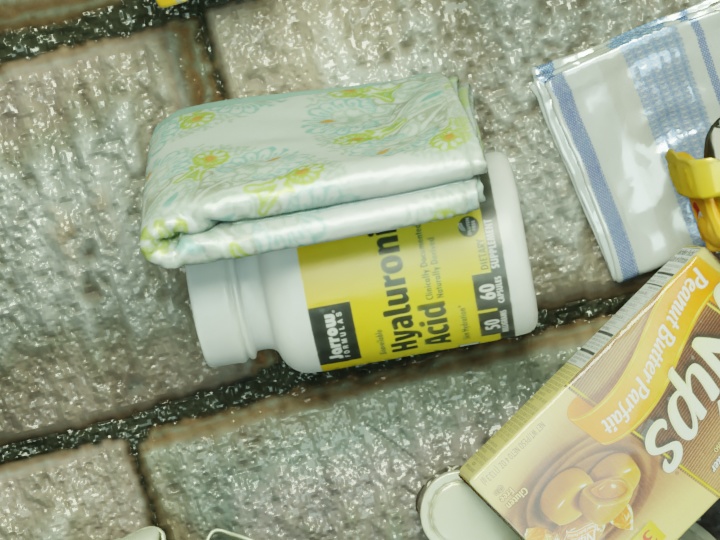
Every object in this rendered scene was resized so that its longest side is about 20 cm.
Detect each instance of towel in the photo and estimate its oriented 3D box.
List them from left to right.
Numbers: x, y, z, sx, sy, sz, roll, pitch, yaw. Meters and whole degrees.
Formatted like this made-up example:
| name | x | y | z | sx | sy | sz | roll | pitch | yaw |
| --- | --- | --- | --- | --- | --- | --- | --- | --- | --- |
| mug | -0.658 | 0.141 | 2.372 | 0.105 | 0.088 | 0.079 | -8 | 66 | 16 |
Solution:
| name | x | y | z | sx | sy | sz | roll | pitch | yaw |
| --- | --- | --- | --- | --- | --- | --- | --- | --- | --- |
| towel | -0.027 | -0.063 | 1.285 | 0.199 | 0.171 | 0.048 | -11 | 110 | 2 |
| towel | 0.217 | -0.091 | 1.357 | 0.199 | 0.024 | 0.148 | -22 | 104 | 4 |

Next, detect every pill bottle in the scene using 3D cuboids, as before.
| name | x | y | z | sx | sy | sz | roll | pitch | yaw |
| --- | --- | --- | --- | --- | --- | --- | --- | --- | --- |
| pill bottle | 0.000 | 0.000 | 1.331 | 0.199 | 0.111 | 0.112 | -11 | 104 | 3 |

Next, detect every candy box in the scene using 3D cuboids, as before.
| name | x | y | z | sx | sy | sz | roll | pitch | yaw |
| --- | --- | --- | --- | --- | --- | --- | --- | --- | --- |
| candy box | 0.170 | 0.095 | 1.344 | 0.200 | 0.055 | 0.115 | -44 | 96 | -3 |

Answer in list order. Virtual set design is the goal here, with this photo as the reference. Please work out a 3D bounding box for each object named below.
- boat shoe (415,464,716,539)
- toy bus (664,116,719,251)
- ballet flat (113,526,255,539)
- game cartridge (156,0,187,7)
| name | x | y | z | sx | sy | sz | roll | pitch | yaw |
| --- | --- | --- | --- | --- | --- | --- | --- | --- | --- |
| boat shoe | 0.131 | 0.166 | 1.400 | 0.199 | 0.060 | 0.072 | 13 | 88 | -5 |
| toy bus | 0.292 | -0.016 | 1.287 | 0.199 | 0.136 | 0.193 | -14 | 96 | 1 |
| ballet flat | -0.113 | 0.193 | 1.411 | 0.199 | 0.069 | 0.063 | 9 | 76 | -5 |
| game cartridge | -0.080 | -0.270 | 1.252 | 0.176 | 0.032 | 0.201 | -31 | 106 | -38 |
